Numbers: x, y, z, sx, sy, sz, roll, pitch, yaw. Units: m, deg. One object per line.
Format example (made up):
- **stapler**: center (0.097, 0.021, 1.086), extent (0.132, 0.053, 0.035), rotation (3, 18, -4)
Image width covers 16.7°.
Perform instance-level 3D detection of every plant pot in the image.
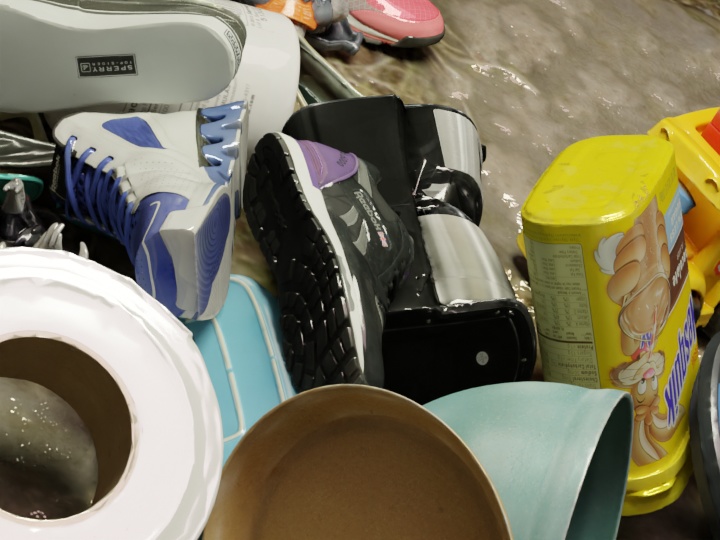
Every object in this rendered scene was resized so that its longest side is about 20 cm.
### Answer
- **plant pot**: center (0.002, 0.159, 1.288), extent (0.200, 0.200, 0.027), rotation (48, 25, 23)
- **plant pot**: center (0.061, 0.148, 1.365), extent (0.134, 0.200, 0.200), rotation (15, 32, 14)

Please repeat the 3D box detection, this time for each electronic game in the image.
- **electronic game**: center (0.264, 0.132, 1.569), extent (0.200, 0.042, 0.200), rotation (38, 43, -47)

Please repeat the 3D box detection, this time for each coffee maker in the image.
- **coffee maker**: center (0.001, -0.010, 1.542), extent (0.192, 0.135, 0.200), rotation (11, 40, -24)

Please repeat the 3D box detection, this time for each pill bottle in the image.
- **pill bottle**: center (-0.150, -0.134, 1.601), extent (0.200, 0.114, 0.114), rotation (13, 39, -22)

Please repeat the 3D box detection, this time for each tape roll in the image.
- **tape roll**: center (-0.174, 0.091, 1.277), extent (0.202, 0.071, 0.203), rotation (9, 65, -20)

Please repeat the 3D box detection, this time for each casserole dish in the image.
- **casserole dish**: center (-0.088, 0.074, 1.402), extent (0.121, 0.039, 0.200), rotation (-18, 46, 0)

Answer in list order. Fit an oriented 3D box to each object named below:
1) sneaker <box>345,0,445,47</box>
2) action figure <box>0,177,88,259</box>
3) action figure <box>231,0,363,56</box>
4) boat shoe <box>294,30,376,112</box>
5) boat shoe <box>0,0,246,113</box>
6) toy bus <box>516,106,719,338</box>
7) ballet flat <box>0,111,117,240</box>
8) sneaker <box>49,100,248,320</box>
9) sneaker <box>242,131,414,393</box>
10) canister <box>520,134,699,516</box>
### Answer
- **sneaker**: center (-0.010, -0.248, 1.871), extent (0.200, 0.087, 0.074), rotation (41, 37, 14)
- **action figure**: center (-0.214, -0.003, 1.407), extent (0.119, 0.102, 0.200), rotation (18, 36, 2)
- **action figure**: center (-0.076, -0.239, 1.781), extent (0.200, 0.105, 0.194), rotation (10, 68, -20)
- **boat shoe**: center (-0.013, -0.088, 1.686), extent (0.200, 0.068, 0.075), rotation (40, 34, 10)
- **boat shoe**: center (-0.169, -0.137, 1.500), extent (0.200, 0.071, 0.064), rotation (4, 27, 5)
- **toy bus**: center (0.237, -0.050, 1.721), extent (0.200, 0.192, 0.136), rotation (-12, 55, -43)
- **ballet flat**: center (-0.188, -0.067, 1.522), extent (0.200, 0.068, 0.068), rotation (13, 63, -24)
- **sneaker**: center (-0.130, -0.038, 1.432), extent (0.115, 0.081, 0.199), rotation (2, 28, 3)
- **sneaker**: center (0.000, 0.000, 1.410), extent (0.088, 0.076, 0.200), rotation (8, 46, -27)
- **canister**: center (0.161, 0.031, 1.543), extent (0.087, 0.200, 0.149), rotation (0, 25, 22)
